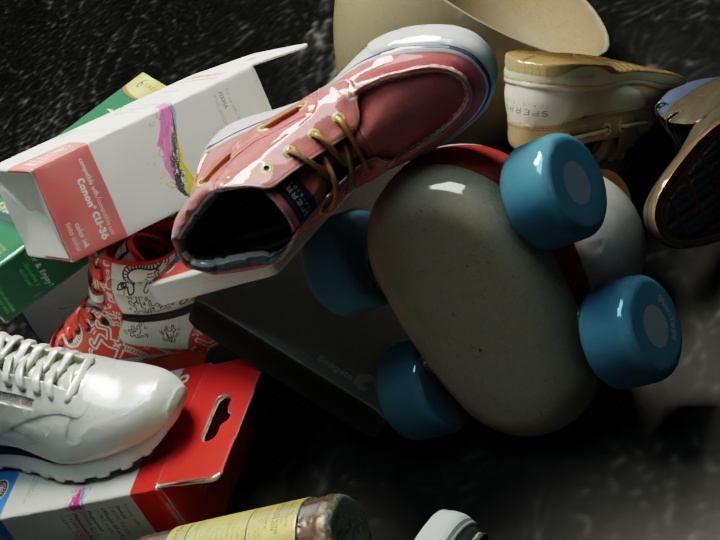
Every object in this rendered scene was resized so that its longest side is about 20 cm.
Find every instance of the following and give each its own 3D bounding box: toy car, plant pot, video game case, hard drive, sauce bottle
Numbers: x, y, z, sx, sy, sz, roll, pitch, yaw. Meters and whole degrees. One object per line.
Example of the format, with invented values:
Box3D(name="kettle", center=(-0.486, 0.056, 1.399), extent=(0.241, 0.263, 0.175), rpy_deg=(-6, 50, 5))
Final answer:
Box3D(name="toy car", center=(0.104, -0.019, 1.175), extent=(0.184, 0.177, 0.200), rpy_deg=(-19, 18, 39))
Box3D(name="plant pot", center=(0.058, -0.158, 1.409), extent=(0.135, 0.200, 0.201), rpy_deg=(-58, 20, 26))
Box3D(name="video game case", center=(-0.033, -0.058, 1.217), extent=(0.200, 0.017, 0.143), rpy_deg=(-48, 19, -30))
Box3D(name="hard drive", center=(0.000, 0.000, 1.261), extent=(0.139, 0.033, 0.200), rpy_deg=(31, 51, 7))
Box3D(name="sauce bottle", center=(-0.091, 0.177, 1.136), extent=(0.199, 0.065, 0.065), rpy_deg=(-16, 33, 25))

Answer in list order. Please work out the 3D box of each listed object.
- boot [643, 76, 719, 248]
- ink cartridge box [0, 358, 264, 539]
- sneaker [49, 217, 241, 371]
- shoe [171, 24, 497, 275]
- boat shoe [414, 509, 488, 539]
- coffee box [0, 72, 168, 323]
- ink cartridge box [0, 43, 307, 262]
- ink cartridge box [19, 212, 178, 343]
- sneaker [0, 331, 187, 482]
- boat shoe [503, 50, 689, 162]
Box3D(name="boot", center=(0.220, -0.072, 1.243), extent=(0.200, 0.075, 0.097), rpy_deg=(-38, 21, -33))
Box3D(name="ink cartridge box", center=(-0.144, 0.128, 1.245), extent=(0.199, 0.067, 0.116), rpy_deg=(-13, 35, 26))
Box3D(name="sneaker", center=(-0.169, 0.026, 1.315), extent=(0.201, 0.108, 0.067), rpy_deg=(-15, 33, 23))
Box3D(name="shoe", center=(-0.016, -0.061, 1.080), extent=(0.200, 0.072, 0.091), rpy_deg=(-22, 29, 31))
Box3D(name="boat shoe", center=(0.039, 0.206, 0.991), extent=(0.056, 0.069, 0.200), rpy_deg=(6, 44, 18))
Box3D(name="coffee box", center=(-0.197, -0.055, 1.375), extent=(0.200, 0.044, 0.123), rpy_deg=(-37, 32, -12))
Box3D(name="ink cartridge box", center=(-0.125, -0.077, 1.267), extent=(0.200, 0.068, 0.116), rpy_deg=(-28, 13, -19))
Box3D(name="ink cartridge box", center=(-0.161, -0.042, 1.444), extent=(0.136, 0.076, 0.200), rpy_deg=(-12, 33, 28))
Box3D(name="sneaker", center=(-0.198, 0.077, 1.221), extent=(0.199, 0.081, 0.076), rpy_deg=(-6, 36, 32))
Box3D(name="boat shoe", center=(0.150, -0.104, 1.286), extent=(0.074, 0.069, 0.200), rpy_deg=(16, 11, 35))
